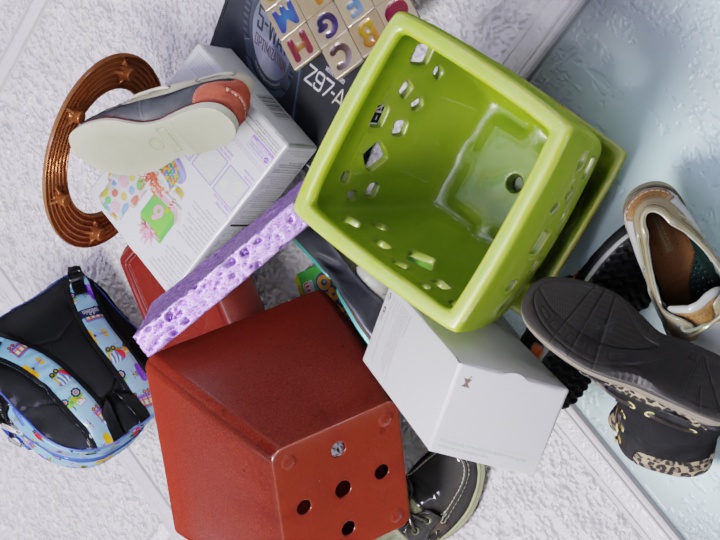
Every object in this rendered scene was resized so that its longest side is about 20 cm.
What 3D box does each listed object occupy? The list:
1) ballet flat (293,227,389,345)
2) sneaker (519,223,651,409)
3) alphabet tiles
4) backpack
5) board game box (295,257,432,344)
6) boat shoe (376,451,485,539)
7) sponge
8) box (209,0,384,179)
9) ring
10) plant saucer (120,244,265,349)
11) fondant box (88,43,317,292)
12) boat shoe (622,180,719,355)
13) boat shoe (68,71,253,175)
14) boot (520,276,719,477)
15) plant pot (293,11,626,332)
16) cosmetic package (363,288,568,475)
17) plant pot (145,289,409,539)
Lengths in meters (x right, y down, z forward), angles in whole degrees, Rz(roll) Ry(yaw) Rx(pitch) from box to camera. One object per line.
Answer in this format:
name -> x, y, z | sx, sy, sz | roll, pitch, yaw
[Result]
ballet flat -> 0.000, 0.000, 1.688 | 0.201, 0.073, 0.073 | 53, 128, 27
sneaker -> 0.193, 0.021, 1.564 | 0.201, 0.069, 0.090 | -57, 31, 19
alphabet tiles -> -0.026, -0.287, 1.667 | 0.166, 0.006, 0.201 | -34, 71, 22
backpack -> -0.305, 0.124, 1.931 | 0.200, 0.182, 0.135 | 42, 147, 21
board game box -> 0.023, 0.020, 1.732 | 0.199, 0.030, 0.097 | -22, 86, 38
boat shoe -> 0.050, 0.239, 1.736 | 0.072, 0.066, 0.201 | 49, 127, 19
sponge -> -0.122, -0.003, 1.662 | 0.199, 0.112, 0.030 | -38, 99, 13
box -> -0.056, -0.198, 1.733 | 0.200, 0.043, 0.161 | 41, 124, 26
ring -> -0.251, -0.118, 1.815 | 0.019, 0.200, 0.203 | 20, 113, 24
plant saucer -> -0.178, 0.023, 1.853 | 0.200, 0.036, 0.201 | -41, 69, 53
fondant box -> -0.155, -0.096, 1.747 | 0.145, 0.058, 0.200 | 49, 112, 20
boat shoe -> 0.271, 0.026, 1.466 | 0.074, 0.068, 0.201 | -31, 98, 14
boat shoe -> -0.188, -0.142, 1.699 | 0.198, 0.063, 0.071 | -11, 133, 33
boot -> 0.222, 0.093, 1.498 | 0.198, 0.074, 0.151 | 25, 156, 16
plant pot -> 0.097, -0.078, 1.528 | 0.199, 0.181, 0.200 | 37, 106, 28
cosmetic package -> 0.086, 0.089, 1.551 | 0.200, 0.107, 0.086 | -126, 55, -65
plant pot -> -0.060, 0.165, 1.669 | 0.176, 0.198, 0.202 | 31, 135, 51
